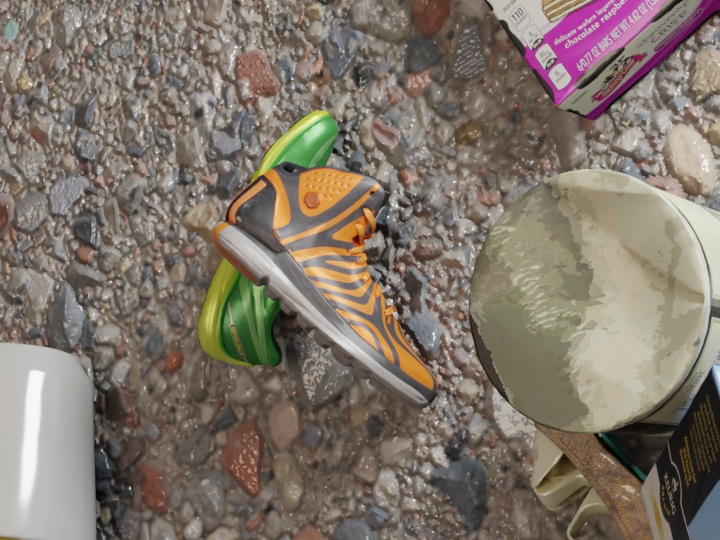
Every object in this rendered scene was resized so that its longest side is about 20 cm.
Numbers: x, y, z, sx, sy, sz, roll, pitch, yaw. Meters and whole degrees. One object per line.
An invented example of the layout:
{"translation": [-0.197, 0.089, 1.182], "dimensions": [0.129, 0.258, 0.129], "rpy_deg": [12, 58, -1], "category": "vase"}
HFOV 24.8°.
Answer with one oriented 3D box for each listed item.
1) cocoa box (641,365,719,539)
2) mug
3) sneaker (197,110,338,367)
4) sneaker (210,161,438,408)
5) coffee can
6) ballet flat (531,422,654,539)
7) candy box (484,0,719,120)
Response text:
{"translation": [0.246, 0.165, 0.863], "dimensions": [0.132, 0.132, 0.201], "rpy_deg": [105, 162, -49], "category": "cocoa box"}
{"translation": [-0.293, 0.142, 1.315], "dimensions": [0.185, 0.149, 0.155], "rpy_deg": [-2, 75, 27], "category": "mug"}
{"translation": [-0.054, -0.021, 1.226], "dimensions": [0.083, 0.074, 0.202], "rpy_deg": [21, 91, 4], "category": "sneaker"}
{"translation": [0.000, 0.000, 1.155], "dimensions": [0.200, 0.078, 0.112], "rpy_deg": [43, 81, -5], "category": "sneaker"}
{"translation": [0.175, 0.026, 0.978], "dimensions": [0.145, 0.199, 0.148], "rpy_deg": [-5, 81, 33], "category": "coffee can"}
{"translation": [0.148, 0.137, 1.035], "dimensions": [0.067, 0.068, 0.200], "rpy_deg": [-40, 43, 2], "category": "ballet flat"}
{"translation": [0.144, -0.224, 1.113], "dimensions": [0.136, 0.061, 0.201], "rpy_deg": [-42, 63, 23], "category": "candy box"}
